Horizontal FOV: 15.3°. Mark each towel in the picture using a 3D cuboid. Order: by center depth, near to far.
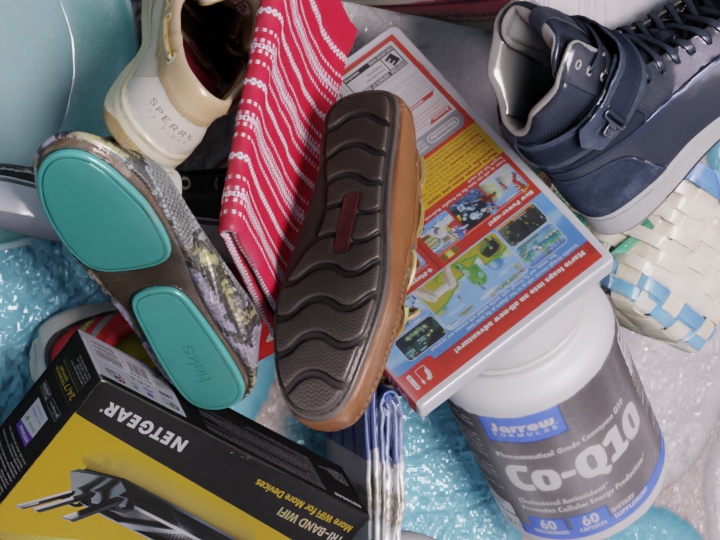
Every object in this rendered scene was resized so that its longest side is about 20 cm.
[{"bbox_3d":[-0.038,-0.081,1.464,0.145,0.022,0.201,66,30,-62],"label":"towel"},{"bbox_3d":[0.004,0.159,1.547,0.024,0.147,0.201,-3,92,-11],"label":"towel"}]

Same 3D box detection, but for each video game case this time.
[{"bbox_3d":[0.027,-0.031,1.526,0.143,0.200,0.017,-37,157,-13],"label":"video game case"}]

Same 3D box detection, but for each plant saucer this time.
[{"bbox_3d":[-0.209,-0.111,1.431,0.199,0.036,0.201,-3,95,-40],"label":"plant saucer"}]

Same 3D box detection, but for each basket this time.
[{"bbox_3d":[0.189,-0.063,1.665,0.139,0.176,0.201,37,76,-45],"label":"basket"}]

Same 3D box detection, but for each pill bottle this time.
[{"bbox_3d":[0.108,0.066,1.605,0.114,0.113,0.200,-54,141,-24],"label":"pill bottle"}]

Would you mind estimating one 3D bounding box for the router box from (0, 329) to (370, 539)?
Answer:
[{"bbox_3d":[-0.119,0.141,1.454,0.200,0.052,0.157,30,106,-35],"label":"router box"}]

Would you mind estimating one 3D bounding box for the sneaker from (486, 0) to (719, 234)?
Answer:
[{"bbox_3d":[0.160,-0.130,1.489,0.203,0.077,0.146,-50,131,3],"label":"sneaker"}]

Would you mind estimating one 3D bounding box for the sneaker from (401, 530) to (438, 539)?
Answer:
[{"bbox_3d":[0.080,0.227,1.647,0.200,0.080,0.071,46,66,-28],"label":"sneaker"}]

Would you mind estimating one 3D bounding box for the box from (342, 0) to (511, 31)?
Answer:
[{"bbox_3d":[0.086,-0.204,1.608,0.199,0.128,0.110,6,88,-38],"label":"box"}]

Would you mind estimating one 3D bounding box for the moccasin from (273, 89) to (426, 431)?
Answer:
[{"bbox_3d":[-0.002,0.000,1.457,0.078,0.073,0.202,55,31,-47],"label":"moccasin"}]

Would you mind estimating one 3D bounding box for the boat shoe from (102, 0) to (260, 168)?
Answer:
[{"bbox_3d":[-0.080,-0.129,1.463,0.074,0.069,0.200,43,33,-22],"label":"boat shoe"}]

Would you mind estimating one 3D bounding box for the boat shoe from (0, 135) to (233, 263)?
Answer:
[{"bbox_3d":[-0.127,-0.041,1.442,0.199,0.068,0.057,9,84,-47],"label":"boat shoe"}]

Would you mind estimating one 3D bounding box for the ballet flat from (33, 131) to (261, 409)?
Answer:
[{"bbox_3d":[-0.107,-0.014,1.378,0.072,0.072,0.201,-52,135,-25],"label":"ballet flat"}]

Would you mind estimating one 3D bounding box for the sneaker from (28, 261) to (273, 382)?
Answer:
[{"bbox_3d":[-0.087,0.038,1.503,0.200,0.085,0.077,-26,108,-35],"label":"sneaker"}]

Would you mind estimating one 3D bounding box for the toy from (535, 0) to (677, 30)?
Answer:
[{"bbox_3d":[0.171,-0.159,1.561,0.199,0.047,0.116,-15,119,-23],"label":"toy"}]

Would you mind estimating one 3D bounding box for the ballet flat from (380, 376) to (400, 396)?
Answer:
[{"bbox_3d":[0.011,-0.021,1.582,0.068,0.068,0.201,-49,129,-74],"label":"ballet flat"}]
